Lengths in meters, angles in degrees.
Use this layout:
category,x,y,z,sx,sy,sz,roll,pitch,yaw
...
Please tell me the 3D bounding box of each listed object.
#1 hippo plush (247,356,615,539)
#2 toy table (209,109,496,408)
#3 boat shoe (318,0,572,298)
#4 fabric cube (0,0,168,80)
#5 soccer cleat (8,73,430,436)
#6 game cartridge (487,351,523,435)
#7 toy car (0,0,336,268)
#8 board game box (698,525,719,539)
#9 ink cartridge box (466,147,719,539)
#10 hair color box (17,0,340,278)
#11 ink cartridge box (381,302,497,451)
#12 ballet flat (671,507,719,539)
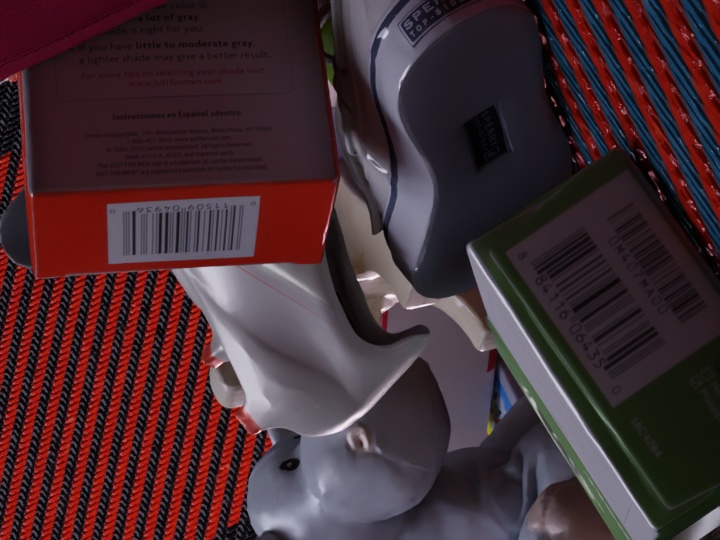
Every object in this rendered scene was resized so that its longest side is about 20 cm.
category,x,y,z,sx,sy,sz,roll,pitch,yaw
hippo plush,0.034,0.098,0.946,0.160,0.200,0.159,25,-140,-6
toy table,0.000,0.000,1.004,0.200,0.183,0.117,90,159,-56
boat shoe,0.018,-0.063,0.709,0.086,0.074,0.202,56,175,24
fabric cube,-0.145,-0.190,0.601,0.200,0.196,0.199,65,-177,28
soccer cleat,-0.052,-0.032,0.747,0.200,0.077,0.069,55,-164,0
game cartridge,0.090,0.085,1.284,0.134,0.040,0.200,96,155,-45
toy car,-0.079,-0.090,0.843,0.164,0.200,0.158,56,178,18
board game box,0.120,0.212,0.748,0.160,0.200,0.097,56,178,-8
ink cartridge box,0.092,0.037,0.693,0.104,0.059,0.200,57,179,13
hair color box,-0.069,-0.100,0.699,0.061,0.101,0.201,104,162,-62
ink cartridge box,0.009,0.006,1.276,0.200,0.084,0.145,-124,31,-49
ballet flat,0.155,0.148,0.924,0.067,0.064,0.200,56,178,30
